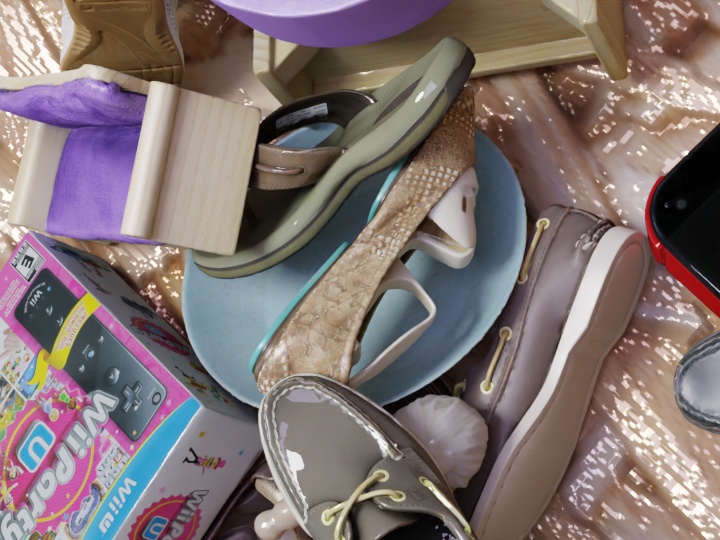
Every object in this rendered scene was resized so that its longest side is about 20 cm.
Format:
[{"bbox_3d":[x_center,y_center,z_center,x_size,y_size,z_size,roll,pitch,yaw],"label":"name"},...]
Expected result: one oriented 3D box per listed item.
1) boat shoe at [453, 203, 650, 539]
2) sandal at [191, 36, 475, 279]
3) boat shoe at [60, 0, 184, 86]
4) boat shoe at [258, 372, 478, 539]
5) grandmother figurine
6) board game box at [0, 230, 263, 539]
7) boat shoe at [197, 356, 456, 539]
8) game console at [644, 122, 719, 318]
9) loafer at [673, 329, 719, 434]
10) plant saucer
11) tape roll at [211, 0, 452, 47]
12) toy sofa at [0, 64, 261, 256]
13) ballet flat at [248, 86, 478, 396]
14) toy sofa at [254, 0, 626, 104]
[{"bbox_3d":[0.087,0.062,1.045,0.059,0.072,0.200,25,93,30],"label":"boat shoe"},{"bbox_3d":[-0.022,-0.068,1.031,0.057,0.080,0.201,39,124,-18],"label":"sandal"},{"bbox_3d":[-0.133,-0.154,1.096,0.071,0.200,0.069,2,68,-6],"label":"boat shoe"},{"bbox_3d":[0.018,0.127,0.923,0.072,0.060,0.202,-37,75,0],"label":"boat shoe"},{"bbox_3d":[0.003,0.150,1.018,0.121,0.061,0.200,26,107,-11],"label":"grandmother figurine"},{"bbox_3d":[-0.158,0.090,1.096,0.200,0.064,0.148,39,98,41],"label":"board game box"},{"bbox_3d":[-0.029,0.125,1.064,0.200,0.072,0.072,-36,97,11],"label":"boat shoe"},{"bbox_3d":[0.261,-0.039,0.989,0.200,0.031,0.177,-44,61,0],"label":"game console"},{"bbox_3d":[0.253,0.048,0.990,0.200,0.063,0.072,-6,83,19],"label":"loafer"},{"bbox_3d":[0.000,0.000,1.077,0.201,0.039,0.201,-11,55,16],"label":"plant saucer"},{"bbox_3d":[-0.018,-0.220,1.011,0.200,0.066,0.201,-3,82,19],"label":"tape roll"},{"bbox_3d":[-0.142,-0.058,1.073,0.200,0.097,0.083,6,84,62],"label":"toy sofa"},{"bbox_3d":[0.020,-0.006,1.017,0.065,0.071,0.200,32,76,7],"label":"ballet flat"},{"bbox_3d":[0.043,-0.149,1.070,0.200,0.083,0.098,-8,70,17],"label":"toy sofa"}]
